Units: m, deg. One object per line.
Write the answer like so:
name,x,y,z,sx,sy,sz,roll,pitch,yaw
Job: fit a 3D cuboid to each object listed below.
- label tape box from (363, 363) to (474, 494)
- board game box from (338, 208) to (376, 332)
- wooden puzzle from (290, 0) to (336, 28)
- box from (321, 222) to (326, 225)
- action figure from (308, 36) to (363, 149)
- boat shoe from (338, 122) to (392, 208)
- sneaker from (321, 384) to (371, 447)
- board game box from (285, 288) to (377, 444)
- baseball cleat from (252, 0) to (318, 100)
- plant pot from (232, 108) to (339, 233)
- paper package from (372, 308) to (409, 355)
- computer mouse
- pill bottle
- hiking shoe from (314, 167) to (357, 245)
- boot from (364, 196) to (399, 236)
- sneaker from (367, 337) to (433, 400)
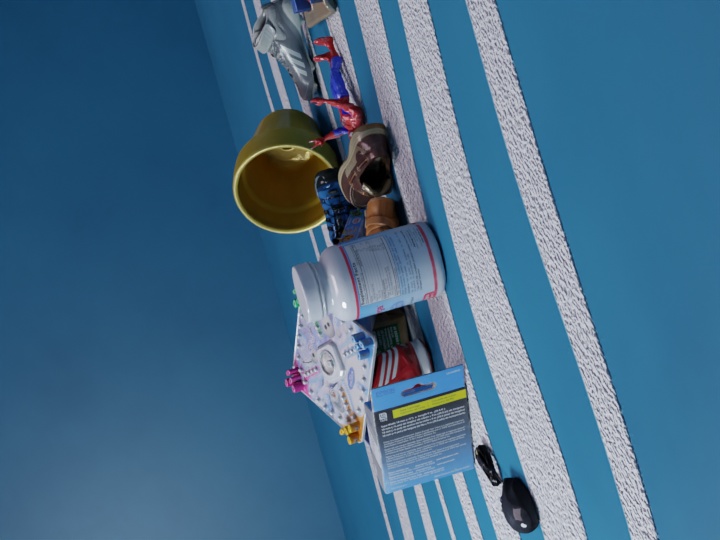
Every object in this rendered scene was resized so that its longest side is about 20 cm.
label tape box,0.084,0.218,1.600,0.063,0.143,0.201,-119,17,-57
board game box,0.000,0.000,1.824,0.200,0.036,0.152,-71,-29,-67
wooden puzzle,-0.097,-0.496,1.771,0.200,0.046,0.187,-158,53,-77
box,-0.095,-0.166,2.228,0.200,0.049,0.083,-126,23,-62
action figure,-0.056,-0.277,1.754,0.065,0.098,0.201,91,158,-61
boat shoe,0.013,-0.141,1.658,0.200,0.072,0.072,108,147,-60
sneaker,0.007,0.218,1.807,0.078,0.070,0.200,7,-138,-56
board game box,-0.054,0.150,1.757,0.200,0.026,0.201,36,130,42
baseball cleat,-0.141,-0.395,1.983,0.070,0.106,0.201,-132,26,-57
plant pot,-0.137,-0.203,2.060,0.189,0.199,0.202,-94,-3,-53
paper package,0.025,0.152,1.923,0.191,0.103,0.201,-136,33,-67
computer mouse,0.187,0.292,1.468,0.200,0.034,0.059,-133,28,-69
pill bottle,0.010,0.008,1.522,0.109,0.199,0.110,165,90,-80
hiking shoe,-0.030,-0.101,1.922,0.200,0.074,0.087,71,-176,-55
boot,0.041,-0.029,1.703,0.200,0.073,0.156,117,145,-82
sneaker,0.068,0.217,1.750,0.078,0.115,0.201,-169,64,-78
